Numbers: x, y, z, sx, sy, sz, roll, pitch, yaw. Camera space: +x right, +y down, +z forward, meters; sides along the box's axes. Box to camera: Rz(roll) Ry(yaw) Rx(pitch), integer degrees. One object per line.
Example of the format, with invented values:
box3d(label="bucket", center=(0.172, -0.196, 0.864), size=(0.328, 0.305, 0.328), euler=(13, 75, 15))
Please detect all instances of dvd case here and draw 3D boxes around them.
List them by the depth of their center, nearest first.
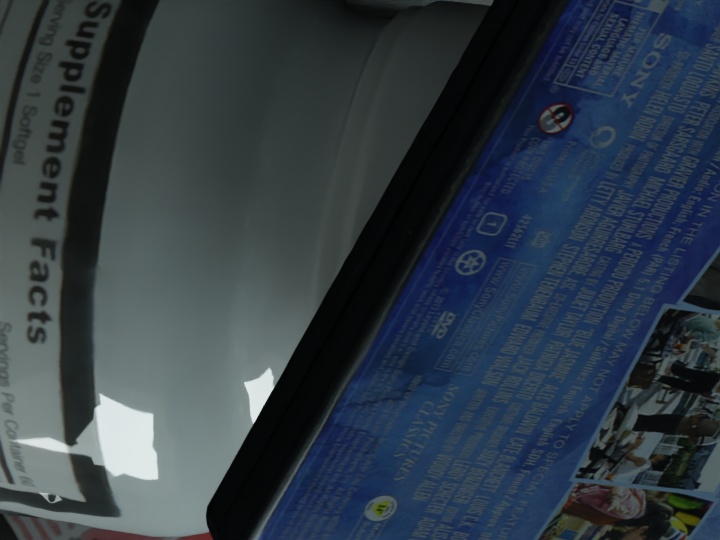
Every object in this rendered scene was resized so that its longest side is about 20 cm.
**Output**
box3d(label="dvd case", center=(0.090, 0.008, 0.503), size=(0.200, 0.143, 0.018), euler=(12, -148, -30))

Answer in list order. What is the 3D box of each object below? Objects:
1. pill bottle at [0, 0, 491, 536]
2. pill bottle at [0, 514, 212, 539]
box3d(label="pill bottle", center=(-0.065, -0.013, 0.562), size=(0.200, 0.117, 0.116), euler=(8, 175, 13))
box3d(label="pill bottle", center=(-0.047, 0.059, 0.651), size=(0.200, 0.116, 0.116), euler=(-30, -174, -15))
